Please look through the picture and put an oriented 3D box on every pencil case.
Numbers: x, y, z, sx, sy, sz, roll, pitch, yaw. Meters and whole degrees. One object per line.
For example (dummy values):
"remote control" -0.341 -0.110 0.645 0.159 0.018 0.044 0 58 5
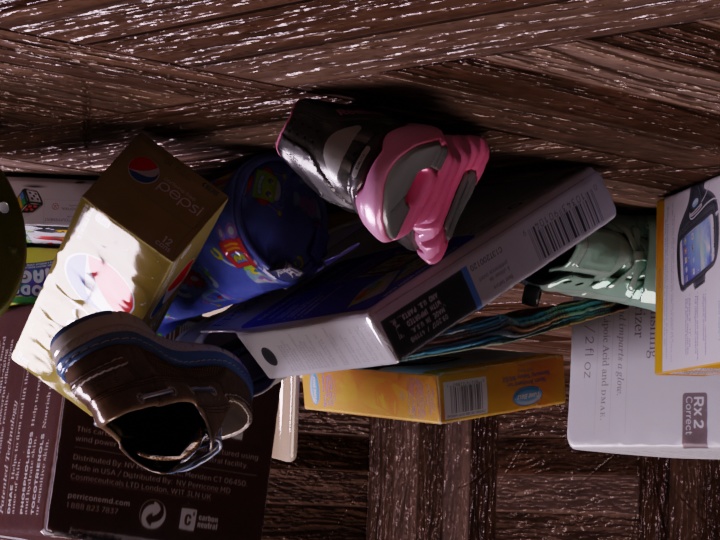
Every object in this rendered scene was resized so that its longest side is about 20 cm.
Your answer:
"pencil case" -0.097 -0.010 1.487 0.087 0.078 0.200 41 145 -21

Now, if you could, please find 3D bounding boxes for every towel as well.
"towel" 0.091 0.041 1.699 0.146 0.022 0.200 -11 180 32

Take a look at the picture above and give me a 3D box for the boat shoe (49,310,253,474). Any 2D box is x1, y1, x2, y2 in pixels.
"boat shoe" -0.120 0.085 1.419 0.072 0.073 0.200 -29 156 18

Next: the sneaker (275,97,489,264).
"sneaker" 0.009 -0.058 1.293 0.095 0.079 0.200 23 179 15

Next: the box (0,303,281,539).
"box" -0.174 0.116 1.658 0.165 0.165 0.200 11 169 -28

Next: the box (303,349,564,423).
"box" 0.047 0.085 1.779 0.119 0.042 0.200 -7 -177 -34

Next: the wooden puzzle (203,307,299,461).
"wooden puzzle" -0.145 0.064 1.849 0.199 0.186 0.046 5 -146 3

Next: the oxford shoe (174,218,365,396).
"oxford shoe" -0.038 0.029 1.559 0.200 0.075 0.058 -31 -170 -21

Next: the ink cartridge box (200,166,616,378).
"ink cartridge box" 0.028 0.002 1.471 0.198 0.043 0.200 -33 -165 -31

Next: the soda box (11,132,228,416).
"soda box" -0.149 0.007 1.428 0.068 0.064 0.200 36 144 2

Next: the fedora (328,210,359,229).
"fedora" 0.000 0.000 1.702 0.200 0.082 0.201 -7 176 0

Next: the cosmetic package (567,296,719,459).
"cosmetic package" 0.287 0.062 1.798 0.200 0.165 0.165 -4 171 41

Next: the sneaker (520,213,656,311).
"sneaker" 0.195 -0.003 1.621 0.200 0.074 0.118 2 -179 23

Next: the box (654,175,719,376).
"box" 0.232 0.003 1.472 0.041 0.120 0.200 3 174 -12

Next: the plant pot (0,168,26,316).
"plant pot" -0.303 -0.002 1.382 0.200 0.201 0.193 8 160 -43

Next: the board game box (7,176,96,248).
"board game box" -0.192 -0.035 1.658 0.126 0.035 0.200 3 174 -3

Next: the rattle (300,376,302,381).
"rattle" -0.071 0.002 1.998 0.199 0.143 0.130 16 143 8

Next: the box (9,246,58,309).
"box" -0.222 0.010 1.712 0.199 0.049 0.117 4 174 9
